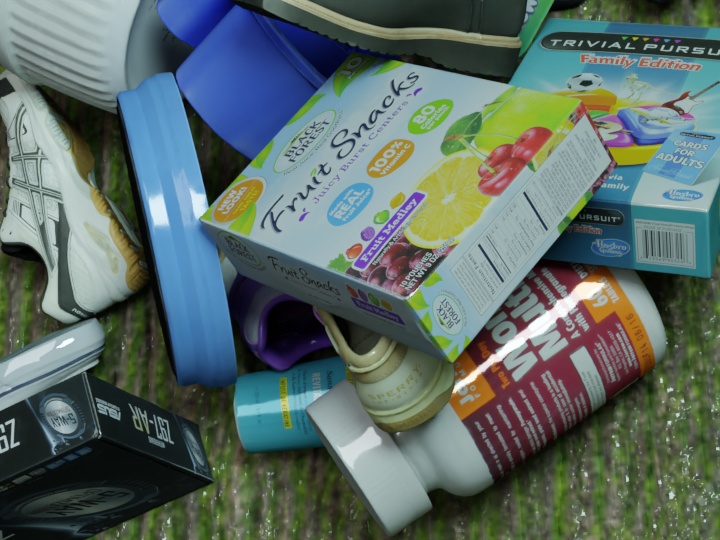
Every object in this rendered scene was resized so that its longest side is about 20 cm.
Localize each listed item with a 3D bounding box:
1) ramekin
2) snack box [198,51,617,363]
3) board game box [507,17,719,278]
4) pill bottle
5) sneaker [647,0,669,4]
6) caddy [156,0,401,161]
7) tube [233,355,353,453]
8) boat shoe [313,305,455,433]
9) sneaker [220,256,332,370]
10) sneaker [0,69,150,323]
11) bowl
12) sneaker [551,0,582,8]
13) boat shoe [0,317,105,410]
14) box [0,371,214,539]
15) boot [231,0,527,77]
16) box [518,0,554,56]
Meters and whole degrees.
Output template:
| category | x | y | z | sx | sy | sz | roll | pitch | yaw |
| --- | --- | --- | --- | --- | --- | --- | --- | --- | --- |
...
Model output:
| category | x | y | z | sx | sy | sz | roll | pitch | yaw |
| --- | --- | --- | --- | --- | --- | --- | --- | --- | --- |
| ramekin | -0.152 | -0.200 | 1.110 | 0.104 | 0.200 | 0.202 | 30 | 87 | 16 |
| snack box | 0.020 | -0.041 | 0.884 | 0.142 | 0.053 | 0.199 | -47 | 35 | -16 |
| board game box | 0.154 | -0.080 | 0.970 | 0.149 | 0.047 | 0.201 | 7 | 38 | 22 |
| pill bottle | 0.073 | 0.062 | 0.968 | 0.199 | 0.110 | 0.110 | -34 | 65 | -7 |
| sneaker | 0.197 | -0.268 | 1.054 | 0.084 | 0.078 | 0.203 | -2 | 74 | 20 |
| caddy | -0.035 | -0.137 | 1.045 | 0.105 | 0.199 | 0.142 | -35 | 50 | 20 |
| tube | 0.020 | 0.078 | 1.045 | 0.197 | 0.050 | 0.079 | -10 | 81 | 10 |
| boat shoe | 0.001 | 0.004 | 0.936 | 0.073 | 0.063 | 0.202 | -27 | 40 | 12 |
| sneaker | 0.000 | 0.000 | 1.039 | 0.199 | 0.081 | 0.089 | -30 | 34 | 15 |
| sneaker | -0.226 | -0.054 | 1.156 | 0.087 | 0.076 | 0.201 | -33 | 65 | 5 |
| bowl | -0.118 | -0.023 | 1.039 | 0.039 | 0.201 | 0.203 | -12 | 69 | -9 |
| sneaker | 0.063 | -0.224 | 1.106 | 0.197 | 0.075 | 0.089 | 3 | 66 | 11 |
| boat shoe | -0.254 | 0.103 | 1.137 | 0.198 | 0.074 | 0.067 | -28 | 96 | 9 |
| box | -0.216 | 0.139 | 1.052 | 0.198 | 0.160 | 0.044 | -25 | 66 | 12 |
| boot | 0.024 | -0.196 | 0.942 | 0.077 | 0.198 | 0.140 | 28 | 108 | 44 |
| box | 0.042 | -0.228 | 1.030 | 0.199 | 0.048 | 0.118 | 31 | 109 | 4 |
